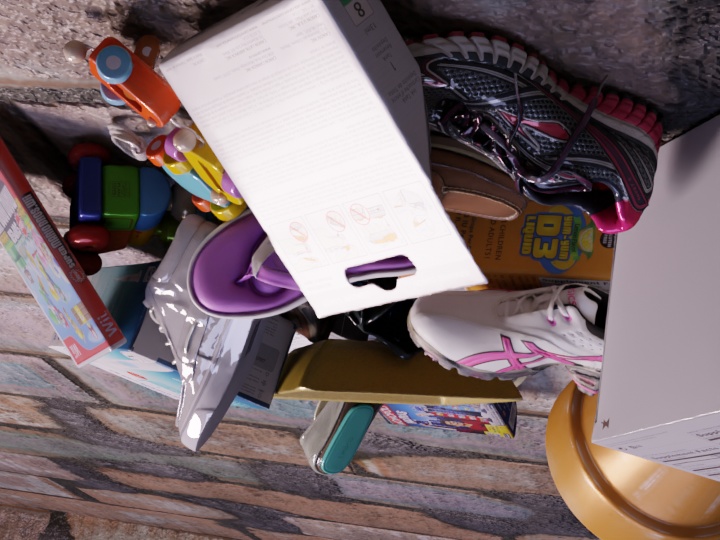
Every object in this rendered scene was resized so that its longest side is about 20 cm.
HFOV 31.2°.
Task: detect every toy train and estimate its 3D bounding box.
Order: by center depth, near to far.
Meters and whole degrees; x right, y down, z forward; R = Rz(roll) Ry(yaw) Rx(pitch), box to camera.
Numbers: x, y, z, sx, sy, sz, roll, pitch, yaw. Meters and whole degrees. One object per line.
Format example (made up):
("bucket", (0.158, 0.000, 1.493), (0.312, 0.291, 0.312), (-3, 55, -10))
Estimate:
("toy train", (-0.127, -0.105, 0.903), (0.150, 0.056, 0.200), (38, 169, 1))
("toy train", (-0.195, -0.036, 1.094), (0.116, 0.085, 0.200), (2, 163, -16))

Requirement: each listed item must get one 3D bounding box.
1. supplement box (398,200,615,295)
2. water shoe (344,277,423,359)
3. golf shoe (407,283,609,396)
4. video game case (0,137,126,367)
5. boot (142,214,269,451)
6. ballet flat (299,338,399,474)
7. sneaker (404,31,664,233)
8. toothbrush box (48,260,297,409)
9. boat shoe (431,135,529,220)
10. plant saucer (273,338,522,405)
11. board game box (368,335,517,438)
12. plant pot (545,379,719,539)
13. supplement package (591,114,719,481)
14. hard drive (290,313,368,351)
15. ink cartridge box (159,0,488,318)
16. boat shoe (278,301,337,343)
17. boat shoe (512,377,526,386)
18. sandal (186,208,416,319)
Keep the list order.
("supplement box", (0.130, -0.014, 0.986), (0.200, 0.067, 0.069), (3, 156, 18))
("water shoe", (0.000, 0.000, 1.032), (0.071, 0.079, 0.200), (-42, 134, 9))
("golf shoe", (0.136, 0.036, 0.943), (0.200, 0.073, 0.092), (9, 135, -1))
("video game case", (-0.265, -0.015, 1.058), (0.200, 0.017, 0.143), (59, 155, -4))
("boot", (-0.133, 0.048, 1.042), (0.095, 0.200, 0.074), (28, -154, 8))
("ballet flat", (-0.001, 0.116, 1.297), (0.067, 0.200, 0.064), (17, -156, -40))
("sneaker", (0.098, -0.086, 0.792), (0.200, 0.075, 0.081), (18, 160, -15))
("toothbrush box", (-0.175, 0.060, 1.179), (0.146, 0.085, 0.200), (27, 165, -30))
("boat shoe", (0.026, -0.060, 0.910), (0.200, 0.068, 0.072), (15, 159, -12))
("plant saucer", (0.020, 0.093, 1.165), (0.200, 0.049, 0.200), (4, 173, -15))
("board game box", (0.058, 0.117, 1.388), (0.200, 0.062, 0.200), (6, 160, 18))
("plant pot", (0.292, 0.132, 1.150), (0.200, 0.200, 0.183), (14, 144, -9))
("supplement package", (0.242, 0.016, 0.808), (0.111, 0.200, 0.156), (17, 159, -20))
("hard drive", (-0.106, 0.038, 1.296), (0.140, 0.038, 0.200), (-10, 151, 44))
("ink cartridge box", (-0.016, -0.073, 0.786), (0.161, 0.050, 0.200), (-13, 117, 48))
("boat shoe", (-0.059, 0.010, 1.157), (0.072, 0.076, 0.200), (17, 159, 13))
("boat shoe", (0.133, 0.047, 1.153), (0.068, 0.075, 0.200), (18, 153, -1))
("sandal", (-0.033, -0.019, 0.950), (0.202, 0.083, 0.050), (-16, 177, 0))
